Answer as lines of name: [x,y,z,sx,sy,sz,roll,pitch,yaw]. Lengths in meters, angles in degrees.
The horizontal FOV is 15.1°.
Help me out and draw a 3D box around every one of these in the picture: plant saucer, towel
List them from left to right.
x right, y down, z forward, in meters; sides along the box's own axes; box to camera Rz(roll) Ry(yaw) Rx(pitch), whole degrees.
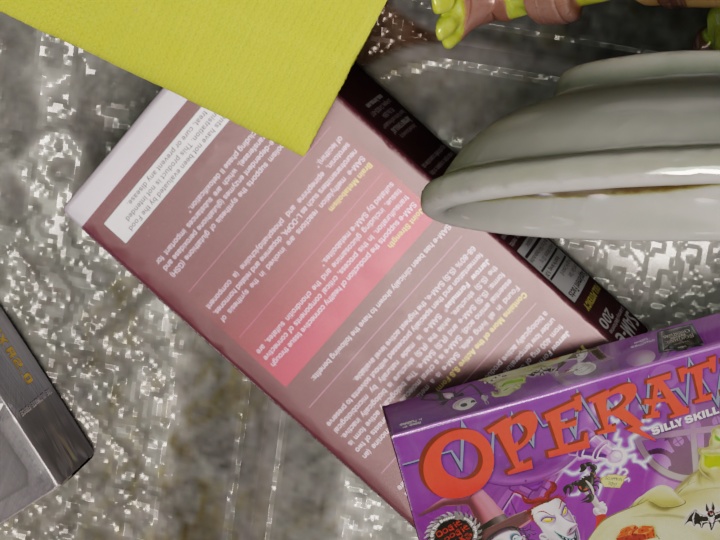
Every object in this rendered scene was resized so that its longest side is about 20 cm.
towel: [-0.092,-0.116,0.958,0.199,0.018,0.086,25,128,-6]
plant saucer: [0.120,-0.043,0.921,0.199,0.200,0.050,-1,86,12]

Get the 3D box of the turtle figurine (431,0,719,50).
turtle figurine: [0.105,-0.122,0.964,0.161,0.065,0.200,6,142,15]

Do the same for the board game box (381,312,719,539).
board game box: [0.118,0.077,0.998,0.199,0.032,0.120,-16,114,0]

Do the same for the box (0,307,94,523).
box: [-0.232,0.064,1.098,0.200,0.048,0.159,-33,95,17]

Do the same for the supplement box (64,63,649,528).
supplement box: [0.000,0.000,1.030,0.200,0.061,0.109,43,106,1]
